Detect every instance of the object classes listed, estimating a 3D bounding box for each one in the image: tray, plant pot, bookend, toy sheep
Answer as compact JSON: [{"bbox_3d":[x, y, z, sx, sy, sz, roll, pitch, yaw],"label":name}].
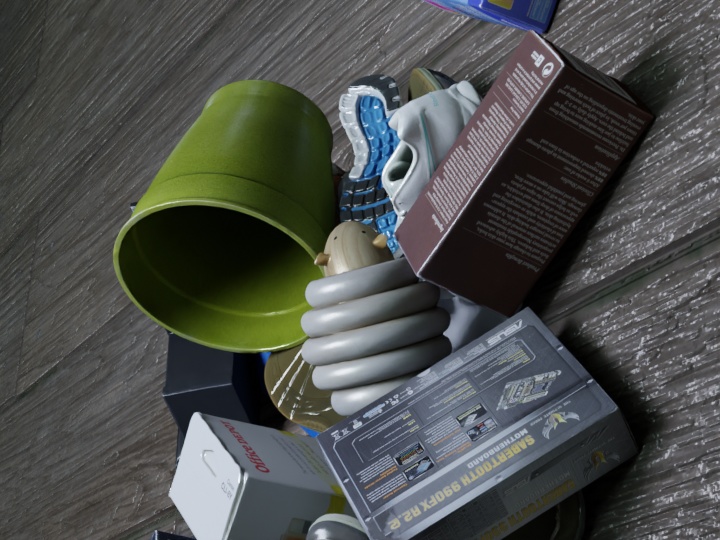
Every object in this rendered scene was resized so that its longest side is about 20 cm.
[{"bbox_3d":[0.087,0.019,1.354,0.108,0.022,0.200,-67,28,17],"label":"tray"},{"bbox_3d":[-0.105,-0.064,1.431,0.200,0.199,0.194,-44,25,45],"label":"plant pot"},{"bbox_3d":[-0.171,0.061,1.614,0.200,0.091,0.202,71,-168,-46],"label":"bookend"},{"bbox_3d":[0.014,0.058,1.268,0.137,0.137,0.202,-19,89,59],"label":"toy sheep"}]

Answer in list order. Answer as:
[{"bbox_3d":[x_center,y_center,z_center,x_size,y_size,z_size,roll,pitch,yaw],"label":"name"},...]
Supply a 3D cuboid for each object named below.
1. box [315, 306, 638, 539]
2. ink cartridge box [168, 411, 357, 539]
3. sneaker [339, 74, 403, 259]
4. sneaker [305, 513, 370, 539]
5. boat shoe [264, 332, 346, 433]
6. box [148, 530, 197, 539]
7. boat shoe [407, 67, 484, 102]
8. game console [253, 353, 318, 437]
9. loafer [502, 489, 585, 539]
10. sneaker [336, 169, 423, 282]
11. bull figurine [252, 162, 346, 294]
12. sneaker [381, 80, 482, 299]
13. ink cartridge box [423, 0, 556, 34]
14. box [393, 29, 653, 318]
[{"bbox_3d":[0.081,0.128,1.153,0.199,0.049,0.159,-32,33,-4],"label":"box"},{"bbox_3d":[-0.045,0.197,1.317,0.145,0.198,0.084,36,108,62],"label":"ink cartridge box"},{"bbox_3d":[0.029,-0.078,1.403,0.074,0.087,0.202,-13,50,17],"label":"sneaker"},{"bbox_3d":[0.012,0.279,1.152,0.201,0.106,0.075,51,133,4],"label":"sneaker"},{"bbox_3d":[-0.014,0.118,1.397,0.200,0.063,0.074,26,87,47],"label":"boat shoe"},{"bbox_3d":[-0.134,0.350,1.411,0.200,0.196,0.124,-51,33,38],"label":"box"},{"bbox_3d":[0.098,-0.117,1.361,0.201,0.065,0.073,-122,28,-53],"label":"boat shoe"},{"bbox_3d":[-0.032,0.058,1.570,0.200,0.117,0.173,-148,45,-63],"label":"game console"},{"bbox_3d":[0.079,0.199,1.175,0.199,0.069,0.076,-25,66,35],"label":"loafer"},{"bbox_3d":[-0.001,0.000,1.437,0.202,0.072,0.115,-100,30,-49],"label":"sneaker"},{"bbox_3d":[-0.074,-0.031,1.542,0.122,0.199,0.065,46,163,21],"label":"bull figurine"},{"bbox_3d":[0.055,-0.061,1.290,0.071,0.079,0.202,-126,29,-49],"label":"sneaker"},{"bbox_3d":[0.126,-0.292,1.387,0.200,0.076,0.138,31,104,61],"label":"ink cartridge box"},{"bbox_3d":[0.125,-0.072,1.220,0.201,0.099,0.075,-56,31,17],"label":"box"}]
